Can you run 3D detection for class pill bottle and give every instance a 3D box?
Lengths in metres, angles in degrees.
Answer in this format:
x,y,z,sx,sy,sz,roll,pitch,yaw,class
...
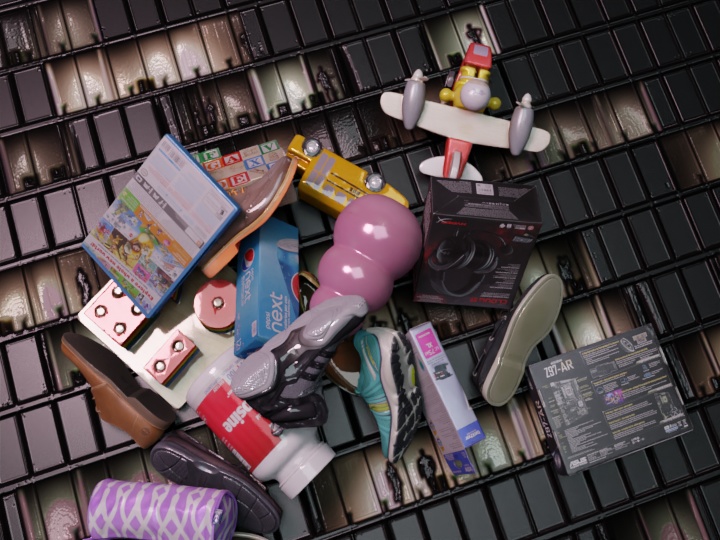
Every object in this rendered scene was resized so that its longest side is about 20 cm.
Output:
x,y,z,sx,sy,sz,roll,pitch,yaw,class
-0.131,0.205,1.089,0.200,0.112,0.112,45,78,7,pill bottle

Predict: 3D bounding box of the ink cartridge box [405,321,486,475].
x,y,z,sx,sy,sz,roll,pitch,yaw,class
0.111,0.178,1.106,0.041,0.119,0.202,-20,78,-14,ink cartridge box

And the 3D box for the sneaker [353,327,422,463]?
x,y,z,sx,sy,sz,roll,pitch,yaw,class
0.035,0.167,1.107,0.079,0.077,0.203,6,114,32,sneaker

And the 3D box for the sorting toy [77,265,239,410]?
x,y,z,sx,sy,sz,roll,pitch,yaw,class
-0.265,0.052,1.139,0.199,0.070,0.199,40,77,6,sorting toy

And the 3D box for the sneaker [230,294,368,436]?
x,y,z,sx,sy,sz,roll,pitch,yaw,class
-0.057,0.122,1.019,0.199,0.075,0.114,-35,111,-3,sneaker

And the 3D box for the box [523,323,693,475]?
x,y,z,sx,sy,sz,roll,pitch,yaw,class
0.352,0.184,1.159,0.197,0.044,0.162,-18,78,-8,box

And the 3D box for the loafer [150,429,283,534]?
x,y,z,sx,sy,sz,roll,pitch,yaw,class
-0.186,0.278,1.095,0.198,0.063,0.072,30,119,2,loafer

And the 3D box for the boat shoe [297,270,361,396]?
x,y,z,sx,sy,sz,roll,pitch,yaw,class
-0.043,0.092,1.144,0.072,0.068,0.201,-36,82,-12,boat shoe

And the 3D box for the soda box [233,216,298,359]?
x,y,z,sx,sy,sz,roll,pitch,yaw,class
-0.127,0.025,1.111,0.067,0.064,0.202,22,49,-32,soda box

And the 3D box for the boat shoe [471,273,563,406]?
x,y,z,sx,sy,sz,roll,pitch,yaw,class
0.217,0.090,1.148,0.074,0.066,0.202,19,96,-30,boat shoe

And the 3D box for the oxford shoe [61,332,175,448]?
x,y,z,sx,sy,sz,roll,pitch,yaw,class
-0.348,0.165,1.111,0.200,0.071,0.072,42,103,12,oxford shoe

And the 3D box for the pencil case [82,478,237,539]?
x,y,z,sx,sy,sz,roll,pitch,yaw,class
-0.255,0.320,1.048,0.197,0.084,0.087,1,68,17,pencil case

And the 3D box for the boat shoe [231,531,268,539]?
x,y,z,sx,sy,sz,roll,pitch,yaw,class
-0.209,0.388,1.063,0.197,0.060,0.073,-1,87,-4,boat shoe

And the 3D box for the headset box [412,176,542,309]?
x,y,z,sx,sy,sz,roll,pitch,yaw,class
0.155,-0.028,1.131,0.146,0.201,0.078,5,47,-3,headset box

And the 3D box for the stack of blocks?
x,y,z,sx,sy,sz,roll,pitch,yaw,class
-0.202,-0.121,1.161,0.197,0.059,0.116,-19,41,-7,stack of blocks

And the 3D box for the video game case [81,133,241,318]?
x,y,z,sx,sy,sz,roll,pitch,yaw,class
-0.267,-0.057,1.076,0.143,0.018,0.200,45,104,8,video game case

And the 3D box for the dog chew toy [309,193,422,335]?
x,y,z,sx,sy,sz,roll,pitch,yaw,class
0.000,0.000,1.089,0.123,0.125,0.202,28,80,3,dog chew toy

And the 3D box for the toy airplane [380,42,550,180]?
x,y,z,sx,sy,sz,roll,pitch,yaw,class
0.155,-0.226,1.194,0.198,0.141,0.201,-30,81,-10,toy airplane

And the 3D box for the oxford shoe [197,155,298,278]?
x,y,z,sx,sy,sz,roll,pitch,yaw,class
-0.162,-0.085,1.084,0.073,0.071,0.200,41,91,-15,oxford shoe

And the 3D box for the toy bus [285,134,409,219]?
x,y,z,sx,sy,sz,roll,pitch,yaw,class
-0.025,-0.119,1.197,0.198,0.065,0.079,29,78,3,toy bus
